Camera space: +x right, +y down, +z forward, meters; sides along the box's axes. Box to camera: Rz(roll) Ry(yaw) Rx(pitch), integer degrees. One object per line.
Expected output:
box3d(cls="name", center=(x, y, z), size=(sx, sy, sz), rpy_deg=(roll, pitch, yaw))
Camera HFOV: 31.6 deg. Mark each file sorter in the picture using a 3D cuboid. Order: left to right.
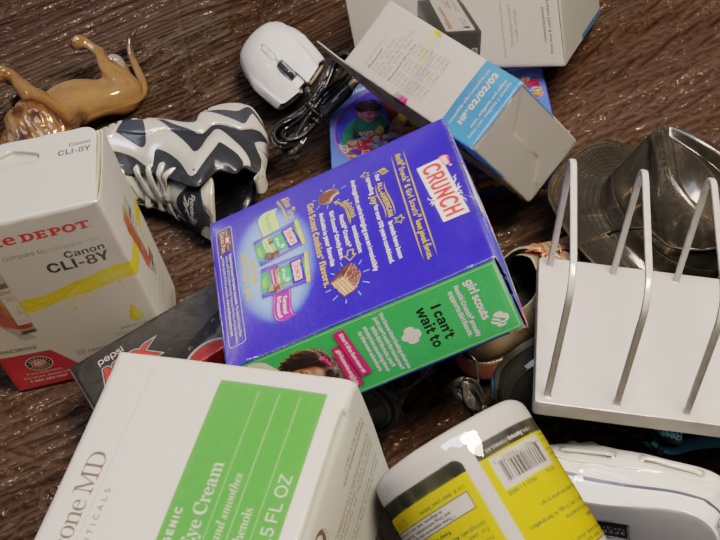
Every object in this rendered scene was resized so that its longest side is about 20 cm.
box3d(cls="file sorter", center=(0.224, 0.017, 0.845), size=(0.199, 0.125, 0.139), rpy_deg=(7, 45, 2))

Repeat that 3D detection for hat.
box3d(cls="hat", center=(0.246, -0.057, 0.989), size=(0.200, 0.081, 0.201), rpy_deg=(8, 44, -8))

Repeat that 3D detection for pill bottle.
box3d(cls="pill bottle", center=(0.104, 0.192, 0.796), size=(0.112, 0.112, 0.200), rpy_deg=(-28, 77, -11))

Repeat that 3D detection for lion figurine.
box3d(cls="lion figurine", center=(-0.274, -0.164, 1.247), size=(0.200, 0.073, 0.122), rpy_deg=(-35, 59, -21))

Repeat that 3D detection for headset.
box3d(cls="headset", center=(0.030, 0.079, 0.955), size=(0.124, 0.094, 0.200), rpy_deg=(-46, 26, -19))

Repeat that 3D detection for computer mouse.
box3d(cls="computer mouse", center=(-0.073, -0.189, 1.202), size=(0.110, 0.044, 0.200), rpy_deg=(-48, 37, 5))

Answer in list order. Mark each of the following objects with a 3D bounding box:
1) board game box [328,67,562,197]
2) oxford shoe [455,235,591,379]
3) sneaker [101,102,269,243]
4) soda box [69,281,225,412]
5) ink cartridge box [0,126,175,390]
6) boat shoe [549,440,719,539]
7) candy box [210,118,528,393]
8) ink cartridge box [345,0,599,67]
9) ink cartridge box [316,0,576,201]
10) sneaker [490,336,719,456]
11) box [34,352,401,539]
box3d(cls="board game box", center=(0.073, -0.124, 1.145), size=(0.199, 0.045, 0.135), rpy_deg=(-9, 49, 6))
box3d(cls="oxford shoe", center=(0.155, 0.006, 0.996), size=(0.200, 0.075, 0.070), rpy_deg=(-37, 50, -21))
box3d(cls="sneaker", center=(-0.172, -0.074, 1.138), size=(0.199, 0.080, 0.130), rpy_deg=(-11, 40, -9))
box3d(cls="soda box", center=(-0.125, 0.065, 1.023), size=(0.200, 0.063, 0.071), rpy_deg=(-32, 51, -13))
box3d(cls="ink cartridge box", center=(-0.244, -0.004, 1.018), size=(0.145, 0.200, 0.084), rpy_deg=(-12, 49, 3))
box3d(cls="boat shoe", center=(0.154, 0.153, 0.888), size=(0.200, 0.074, 0.065), rpy_deg=(12, 38, 18))
box3d(cls="candy box", center=(0.000, 0.000, 0.921), size=(0.200, 0.077, 0.169), rpy_deg=(-24, 40, 9))
box3d(cls="ink cartridge box", center=(0.106, -0.248, 1.177), size=(0.200, 0.084, 0.145), rpy_deg=(3, 31, 24))
box3d(cls="ink cartridge box", center=(0.068, -0.149, 1.051), size=(0.200, 0.115, 0.068), rpy_deg=(39, 94, 36))
box3d(cls="sneaker", center=(0.192, 0.088, 0.896), size=(0.199, 0.073, 0.082), rpy_deg=(0, 29, 4))
box3d(cls="box", center=(-0.086, 0.191, 0.818), size=(0.171, 0.200, 0.199), rpy_deg=(5, 53, 20))
